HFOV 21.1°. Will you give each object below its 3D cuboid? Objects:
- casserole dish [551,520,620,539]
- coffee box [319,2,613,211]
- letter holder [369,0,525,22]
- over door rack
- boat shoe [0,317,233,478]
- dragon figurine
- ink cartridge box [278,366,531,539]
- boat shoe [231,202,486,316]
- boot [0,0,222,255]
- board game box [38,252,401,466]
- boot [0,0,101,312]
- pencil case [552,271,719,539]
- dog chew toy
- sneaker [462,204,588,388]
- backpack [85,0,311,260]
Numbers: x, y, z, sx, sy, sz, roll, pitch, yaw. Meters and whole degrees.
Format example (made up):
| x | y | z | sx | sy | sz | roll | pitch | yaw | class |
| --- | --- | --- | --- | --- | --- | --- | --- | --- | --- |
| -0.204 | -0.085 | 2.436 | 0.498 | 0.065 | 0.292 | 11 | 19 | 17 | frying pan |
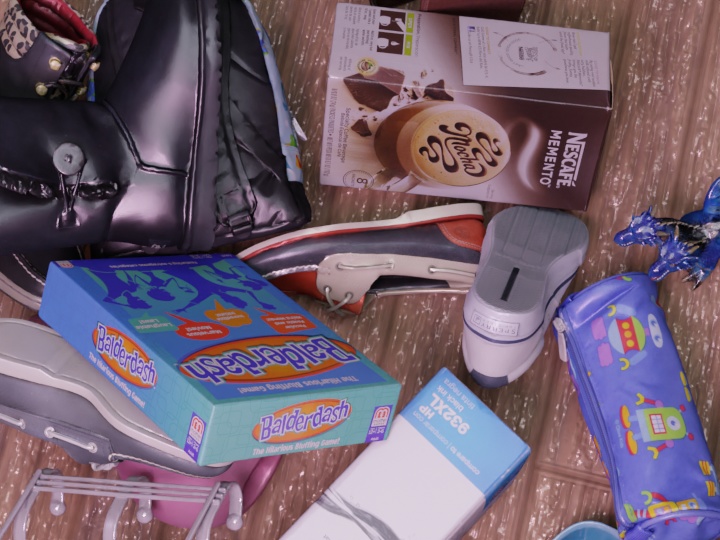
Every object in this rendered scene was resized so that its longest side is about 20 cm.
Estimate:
| x | y | z | sx | sy | sz | roll | pitch | yaw | class |
| --- | --- | --- | --- | --- | --- | --- | --- | --- | --- |
| 0.144 | 0.268 | 1.339 | 0.121 | 0.039 | 0.200 | 38 | 78 | 7 | casserole dish |
| 0.074 | -0.116 | 1.385 | 0.198 | 0.113 | 0.080 | 6 | 50 | 0 | coffee box |
| 0.043 | -0.233 | 1.378 | 0.141 | 0.200 | 0.101 | -20 | 77 | -7 | letter holder |
| -0.173 | 0.195 | 1.184 | 0.147 | 0.200 | 0.067 | 1 | 115 | 21 | over door rack |
| -0.167 | 0.094 | 1.255 | 0.199 | 0.062 | 0.073 | 22 | 31 | 16 | boat shoe |
| 0.275 | -0.039 | 1.391 | 0.199 | 0.099 | 0.059 | -23 | 78 | -8 | dragon figurine |
| 0.014 | 0.176 | 1.301 | 0.084 | 0.145 | 0.200 | 43 | 78 | 9 | ink cartridge box |
| 0.000 | 0.000 | 1.387 | 0.199 | 0.071 | 0.063 | -10 | 79 | -9 | boat shoe |
| -0.178 | -0.108 | 1.261 | 0.167 | 0.076 | 0.202 | 1 | 88 | -18 | boot |
| -0.093 | 0.052 | 1.252 | 0.200 | 0.151 | 0.045 | 36 | 119 | 41 | board game box |
| -0.222 | -0.084 | 1.330 | 0.073 | 0.154 | 0.204 | 3 | 40 | -42 | boot |
| 0.191 | 0.098 | 1.345 | 0.086 | 0.078 | 0.201 | -4 | 62 | -20 | pencil case |
| -0.150 | 0.091 | 1.334 | 0.199 | 0.125 | 0.125 | 30 | 76 | 14 | dog chew toy |
| 0.108 | 0.015 | 1.353 | 0.073 | 0.200 | 0.071 | 21 | 119 | 13 | sneaker |
| -0.125 | -0.114 | 1.381 | 0.162 | 0.154 | 0.201 | -13 | 92 | 4 | backpack |
